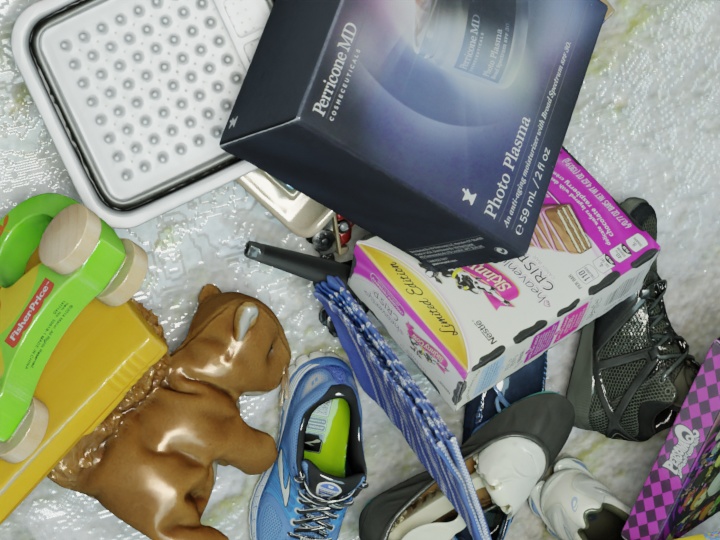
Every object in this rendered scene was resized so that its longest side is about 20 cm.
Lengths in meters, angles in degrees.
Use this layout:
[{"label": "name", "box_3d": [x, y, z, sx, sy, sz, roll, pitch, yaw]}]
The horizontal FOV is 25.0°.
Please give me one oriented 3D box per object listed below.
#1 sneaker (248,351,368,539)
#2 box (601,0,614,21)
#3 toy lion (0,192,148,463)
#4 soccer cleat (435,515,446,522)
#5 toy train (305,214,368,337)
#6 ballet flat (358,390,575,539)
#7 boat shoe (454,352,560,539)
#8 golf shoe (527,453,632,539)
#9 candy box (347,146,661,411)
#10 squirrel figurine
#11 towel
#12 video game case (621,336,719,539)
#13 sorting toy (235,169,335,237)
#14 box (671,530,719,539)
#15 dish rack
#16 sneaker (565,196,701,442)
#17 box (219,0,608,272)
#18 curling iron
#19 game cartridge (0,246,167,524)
[{"label": "sneaker", "box_3d": [-0.040, 0.171, 1.283, 0.078, 0.089, 0.203, 5, 102, -15]}, {"label": "box", "box_3d": [0.091, -0.173, 1.266, 0.121, 0.032, 0.200, 43, 91, -20]}, {"label": "toy lion", "box_3d": [-0.261, 0.032, 1.141, 0.069, 0.191, 0.201, 37, 84, -40]}, {"label": "soccer cleat", "box_3d": [0.018, 0.251, 1.331, 0.084, 0.069, 0.202, 18, 103, -25]}, {"label": "toy train", "box_3d": [-0.022, -0.047, 1.264, 0.045, 0.034, 0.202, -13, 106, -14]}, {"label": "ballet flat", "box_3d": [0.089, 0.172, 1.264, 0.199, 0.069, 0.068, -35, 117, 9]}, {"label": "boat shoe", "box_3d": [0.125, 0.138, 1.330, 0.083, 0.069, 0.203, 2, 103, -15]}, {"label": "golf shoe", "box_3d": [0.227, 0.243, 1.370, 0.199, 0.097, 0.079, 38, 90, -22]}, {"label": "candy box", "box_3d": [0.108, -0.004, 1.228, 0.199, 0.061, 0.137, -31, 66, -25]}, {"label": "squirrel figurine", "box_3d": [-0.146, 0.090, 1.214, 0.199, 0.141, 0.188, 31, 88, -22]}, {"label": "towel", "box_3d": [0.031, 0.106, 1.206, 0.024, 0.200, 0.146, -30, 136, -7]}, {"label": "video game case", "box_3d": [0.304, 0.120, 1.310, 0.180, 0.036, 0.202, -18, 136, -46]}, {"label": "sorting toy", "box_3d": [-0.052, -0.155, 1.202, 0.200, 0.036, 0.185, 42, 91, -5]}, {"label": "box", "box_3d": [0.252, 0.310, 1.309, 0.197, 0.123, 0.193, -11, 148, 2]}, {"label": "dish rack", "box_3d": [-0.131, -0.142, 1.159, 0.198, 0.044, 0.173, -25, 100, -2]}, {"label": "sneaker", "box_3d": [0.235, 0.046, 1.308, 0.076, 0.113, 0.202, -9, 111, -52]}, {"label": "box", "box_3d": [0.039, -0.134, 1.116, 0.197, 0.123, 0.202, 28, 72, -25]}, {"label": "curling iron", "box_3d": [0.000, 0.000, 1.257, 0.198, 0.025, 0.050, 8, 76, -26]}, {"label": "game cartridge", "box_3d": [-0.248, 0.076, 1.164, 0.200, 0.176, 0.032, -44, 138, 0]}]
